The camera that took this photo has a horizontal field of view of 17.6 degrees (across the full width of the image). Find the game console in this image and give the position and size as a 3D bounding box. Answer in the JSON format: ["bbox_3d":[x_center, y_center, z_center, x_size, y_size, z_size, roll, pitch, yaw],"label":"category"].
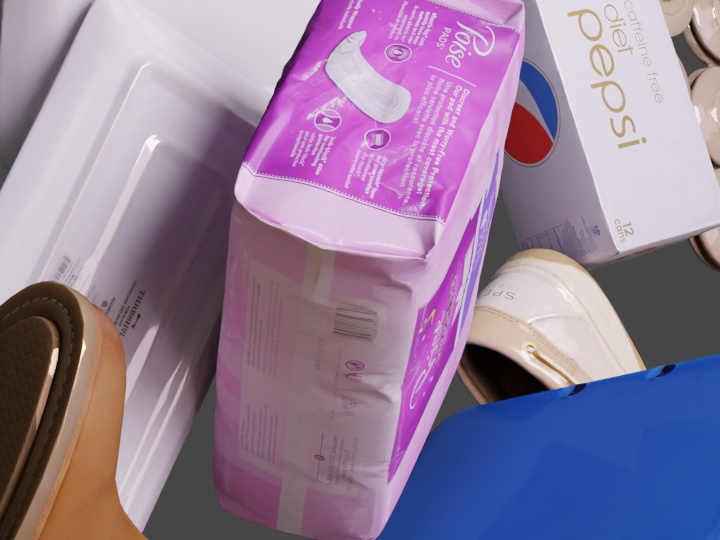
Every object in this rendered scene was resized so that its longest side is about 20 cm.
[{"bbox_3d":[0.082,0.132,0.837,0.118,0.200,0.172,-15,89,-43],"label":"game console"}]

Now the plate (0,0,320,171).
[{"bbox_3d":[-0.034,-0.132,0.855,0.199,0.032,0.201,-1,99,-31],"label":"plate"}]

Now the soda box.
[{"bbox_3d":[0.083,-0.101,0.980,0.068,0.064,0.201,-15,86,-34],"label":"soda box"}]

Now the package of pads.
[{"bbox_3d":[0.000,0.000,0.811,0.075,0.200,0.121,18,56,7],"label":"package of pads"}]

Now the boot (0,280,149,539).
[{"bbox_3d":[-0.063,0.103,0.699,0.154,0.074,0.201,7,108,-35],"label":"boot"}]

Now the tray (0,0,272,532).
[{"bbox_3d":[-0.086,0.013,0.803,0.107,0.022,0.201,32,74,-31],"label":"tray"}]

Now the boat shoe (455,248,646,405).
[{"bbox_3d":[0.102,0.090,0.959,0.069,0.074,0.200,-40,96,-38],"label":"boat shoe"}]

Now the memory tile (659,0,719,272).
[{"bbox_3d":[0.153,-0.079,1.084,0.199,0.017,0.154,16,69,-39],"label":"memory tile"}]
